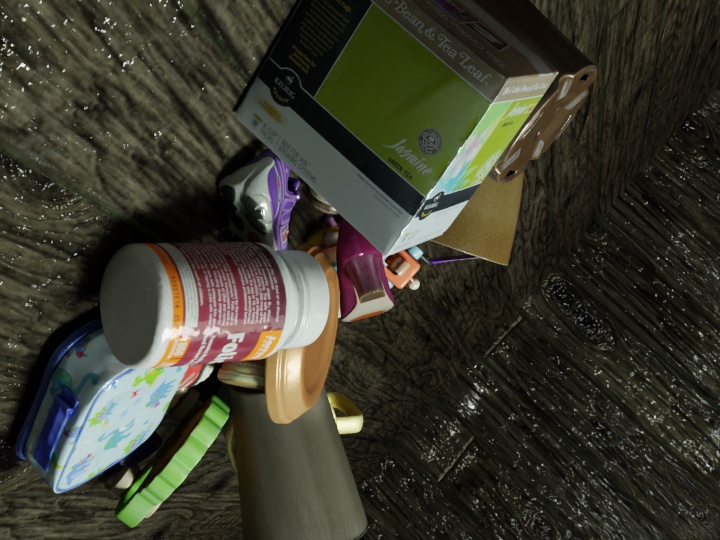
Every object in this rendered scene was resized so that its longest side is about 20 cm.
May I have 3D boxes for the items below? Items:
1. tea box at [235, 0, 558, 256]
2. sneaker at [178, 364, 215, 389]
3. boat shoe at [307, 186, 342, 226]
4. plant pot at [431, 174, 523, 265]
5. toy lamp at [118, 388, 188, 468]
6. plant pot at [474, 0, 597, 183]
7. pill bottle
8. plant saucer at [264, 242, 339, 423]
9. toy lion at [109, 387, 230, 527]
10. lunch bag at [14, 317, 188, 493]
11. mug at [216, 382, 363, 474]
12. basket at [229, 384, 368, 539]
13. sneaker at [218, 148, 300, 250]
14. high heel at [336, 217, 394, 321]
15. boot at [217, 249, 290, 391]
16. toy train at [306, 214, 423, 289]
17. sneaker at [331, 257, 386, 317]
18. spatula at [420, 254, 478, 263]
[{"bbox_3d":[0.031,-0.159,1.096,0.197,0.200,0.133,-54,164,27],"label":"tea box"},{"bbox_3d":[-0.191,0.074,1.320,0.085,0.077,0.201,-25,152,-37],"label":"sneaker"},{"bbox_3d":[-0.005,-0.080,1.431,0.202,0.074,0.075,-21,137,-61],"label":"boat shoe"},{"bbox_3d":[0.136,-0.132,1.563,0.202,0.185,0.186,-70,163,5],"label":"plant pot"},{"bbox_3d":[-0.223,0.150,1.451,0.200,0.058,0.058,-49,166,5],"label":"toy lamp"},{"bbox_3d":[0.118,-0.208,1.231,0.200,0.198,0.201,-45,165,-15],"label":"plant pot"},{"bbox_3d":[-0.135,0.031,1.159,0.199,0.115,0.115,-2,137,-40],"label":"pill bottle"},{"bbox_3d":[-0.060,0.071,1.350,0.200,0.037,0.202,9,90,-79],"label":"plant saucer"},{"bbox_3d":[-0.230,0.232,1.485,0.200,0.069,0.192,-50,-171,4],"label":"toy lion"},{"bbox_3d":[-0.258,0.124,1.229,0.160,0.082,0.201,-33,159,-48],"label":"lunch bag"},{"bbox_3d":[-0.112,0.204,1.646,0.150,0.186,0.153,-56,-151,2],"label":"mug"},{"bbox_3d":[-0.088,0.224,1.497,0.179,0.202,0.136,0,-164,41],"label":"basket"},{"bbox_3d":[-0.092,-0.054,1.266,0.084,0.080,0.200,-48,166,-24],"label":"sneaker"},{"bbox_3d":[0.000,0.000,1.430,0.067,0.097,0.200,-14,168,-10],"label":"high heel"},{"bbox_3d":[-0.104,0.052,1.385,0.200,0.072,0.157,-24,128,-83],"label":"boot"},{"bbox_3d":[-0.019,0.017,1.520,0.200,0.150,0.056,-44,-165,-1],"label":"toy train"},{"bbox_3d":[-0.010,-0.018,1.630,0.200,0.074,0.082,-48,161,-36],"label":"sneaker"},{"bbox_3d":[0.053,-0.028,1.582,0.057,0.198,0.021,-77,178,-85],"label":"spatula"}]
